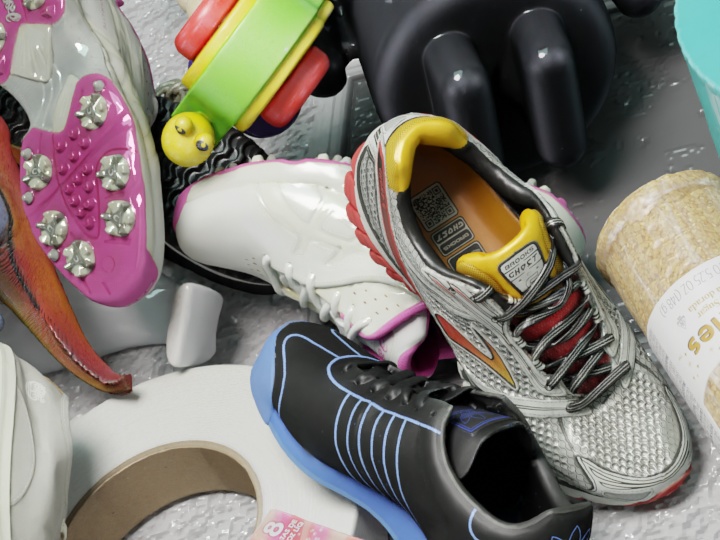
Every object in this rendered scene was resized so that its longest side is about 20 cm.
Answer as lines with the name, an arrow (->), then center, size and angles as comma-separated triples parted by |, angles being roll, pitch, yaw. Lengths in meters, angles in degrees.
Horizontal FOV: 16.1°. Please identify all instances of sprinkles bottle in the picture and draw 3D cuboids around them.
sprinkles bottle -> 0.166, 0.049, 1.030 | 0.068, 0.068, 0.201 | -30, 52, 1

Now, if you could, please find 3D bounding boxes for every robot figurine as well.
robot figurine -> 0.054, -0.128, 1.248 | 0.125, 0.149, 0.201 | -58, 29, 29

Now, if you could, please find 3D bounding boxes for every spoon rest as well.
spoon rest -> -0.142, 0.014, 1.276 | 0.199, 0.060, 0.100 | 13, 93, 39

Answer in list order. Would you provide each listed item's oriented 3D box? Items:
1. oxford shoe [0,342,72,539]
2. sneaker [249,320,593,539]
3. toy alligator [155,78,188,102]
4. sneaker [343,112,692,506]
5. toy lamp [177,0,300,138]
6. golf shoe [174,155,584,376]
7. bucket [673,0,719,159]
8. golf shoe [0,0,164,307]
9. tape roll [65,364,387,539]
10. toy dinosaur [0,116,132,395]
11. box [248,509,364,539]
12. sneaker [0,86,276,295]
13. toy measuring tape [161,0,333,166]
oxford shoe -> -0.159, 0.128, 1.124 | 0.075, 0.057, 0.201 | -29, 49, 44
sneaker -> 0.028, 0.072, 1.079 | 0.070, 0.078, 0.200 | -10, 43, -41
toy alligator -> -0.044, -0.138, 1.373 | 0.059, 0.054, 0.200 | 19, 64, 39
sneaker -> 0.066, 0.018, 1.079 | 0.078, 0.082, 0.200 | -41, 87, -13
toy lamp -> -0.080, -0.137, 1.311 | 0.058, 0.058, 0.200 | -32, 46, -1
golf shoe -> 0.000, 0.000, 1.175 | 0.198, 0.075, 0.092 | 4, 65, 22
bucket -> 0.238, -0.087, 1.093 | 0.206, 0.135, 0.208 | -17, 45, 17
golf shoe -> -0.123, -0.072, 1.222 | 0.075, 0.091, 0.201 | -31, 64, 27
tape roll -> -0.085, 0.130, 1.150 | 0.201, 0.037, 0.204 | -16, 44, 17
toy dinosaur -> -0.185, -0.042, 1.255 | 0.198, 0.105, 0.183 | 12, 80, 3
box -> -0.035, 0.209, 0.996 | 0.094, 0.103, 0.201 | 14, 60, 40
sneaker -> -0.104, -0.043, 1.308 | 0.199, 0.090, 0.070 | 30, 74, 17
toy measuring tape -> -0.028, -0.131, 1.184 | 0.073, 0.074, 0.201 | 28, 78, 44
